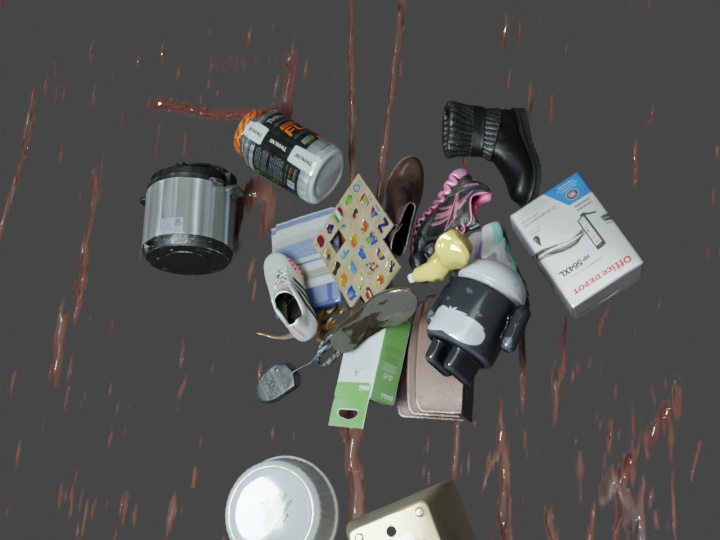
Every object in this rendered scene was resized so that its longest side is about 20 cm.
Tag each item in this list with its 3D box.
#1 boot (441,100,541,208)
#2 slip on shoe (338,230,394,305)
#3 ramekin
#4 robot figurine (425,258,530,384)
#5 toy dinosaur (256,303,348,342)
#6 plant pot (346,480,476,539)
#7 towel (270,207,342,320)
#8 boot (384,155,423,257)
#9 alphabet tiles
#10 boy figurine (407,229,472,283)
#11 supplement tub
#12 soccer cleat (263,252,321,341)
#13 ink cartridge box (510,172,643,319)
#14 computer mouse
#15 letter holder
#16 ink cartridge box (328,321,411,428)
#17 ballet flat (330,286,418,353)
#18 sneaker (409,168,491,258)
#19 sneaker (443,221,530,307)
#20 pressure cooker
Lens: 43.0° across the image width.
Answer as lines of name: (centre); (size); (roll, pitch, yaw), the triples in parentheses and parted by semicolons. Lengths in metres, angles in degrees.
boot: (0.229, -0.207, 1.641); (0.156, 0.080, 0.213); (1, 61, -15)
slip on shoe: (0.000, 0.000, 1.653); (0.061, 0.074, 0.201); (-13, 53, -24)
ramekin: (-0.141, 0.418, 1.569); (0.200, 0.094, 0.205); (-4, 72, 14)
robot figurine: (0.185, 0.079, 1.467); (0.149, 0.125, 0.201); (29, 77, 7)
toy dinosaur: (-0.082, 0.095, 1.682); (0.200, 0.061, 0.106); (-40, 42, -2)
plant pot: (0.080, 0.458, 1.455); (0.198, 0.177, 0.201); (-24, 69, 7)
towel: (-0.100, -0.014, 1.699); (0.146, 0.024, 0.202); (-17, 61, 22)
boot: (0.083, -0.114, 1.628); (0.072, 0.166, 0.202); (18, 87, -9)
alphabet tiles: (-0.002, -0.041, 1.597); (0.168, 0.007, 0.201); (-54, 51, 29)
boy figurine: (0.132, -0.020, 1.513); (0.124, 0.200, 0.065); (-34, 88, -9)
supplement tub: (-0.138, -0.223, 1.747); (0.199, 0.123, 0.123); (31, 83, 20)
soccer cleat: (-0.132, 0.038, 1.626); (0.068, 0.085, 0.201); (-33, 56, 11)
ink cartridge box: (0.373, -0.042, 1.579); (0.145, 0.084, 0.201); (-33, 68, 3)
computer mouse: (-0.107, 0.177, 1.655); (0.199, 0.034, 0.059); (-33, 70, 12)
letter holder: (0.122, 0.151, 1.579); (0.140, 0.101, 0.202); (1, 74, 17)
ink cartridge box: (0.015, 0.180, 1.594); (0.103, 0.059, 0.202); (-5, 67, 51)
ballet flat: (0.024, 0.078, 1.547); (0.067, 0.046, 0.200); (47, 126, -8)
sneaker: (0.165, -0.086, 1.643); (0.095, 0.079, 0.201); (29, 81, 26)
sneaker: (0.211, 0.018, 1.600); (0.139, 0.078, 0.201); (-24, 44, 12)
pressure cooker: (-0.319, -0.109, 1.726); (0.174, 0.178, 0.202); (9, 67, -26)
